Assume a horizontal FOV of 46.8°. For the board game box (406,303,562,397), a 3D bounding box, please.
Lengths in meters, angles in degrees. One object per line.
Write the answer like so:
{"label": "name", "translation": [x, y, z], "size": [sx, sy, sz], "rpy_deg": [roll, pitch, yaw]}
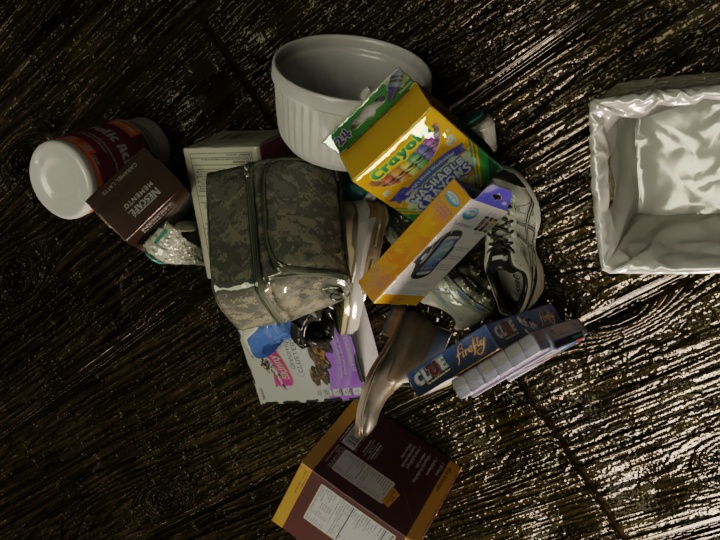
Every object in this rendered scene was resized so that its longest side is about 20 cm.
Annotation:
{"label": "board game box", "translation": [0.166, 0.101, 1.084], "size": [0.135, 0.199, 0.035], "rpy_deg": [-37, 74, 32]}

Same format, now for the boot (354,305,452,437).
{"label": "boot", "translation": [0.060, 0.154, 1.192], "size": [0.096, 0.075, 0.201], "rpy_deg": [18, 82, 8]}

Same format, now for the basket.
{"label": "basket", "translation": [0.368, -0.114, 0.917], "size": [0.198, 0.161, 0.200], "rpy_deg": [-1, 111, 27]}

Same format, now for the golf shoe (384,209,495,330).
{"label": "golf shoe", "translation": [0.093, 0.006, 1.155], "size": [0.200, 0.078, 0.097], "rpy_deg": [43, 129, 5]}

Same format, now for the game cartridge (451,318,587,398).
{"label": "game cartridge", "translation": [0.210, 0.110, 1.062], "size": [0.129, 0.199, 0.039], "rpy_deg": [-31, 77, 28]}

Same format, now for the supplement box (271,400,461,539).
{"label": "supplement box", "translation": [0.014, 0.336, 1.258], "size": [0.199, 0.197, 0.133], "rpy_deg": [33, 122, 10]}

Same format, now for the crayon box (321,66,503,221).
{"label": "crayon box", "translation": [0.066, -0.135, 0.983], "size": [0.126, 0.199, 0.052], "rpy_deg": [-41, 50, 19]}

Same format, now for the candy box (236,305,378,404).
{"label": "candy box", "translation": [-0.081, 0.114, 1.284], "size": [0.199, 0.072, 0.169], "rpy_deg": [-8, 108, 27]}

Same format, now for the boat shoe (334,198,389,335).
{"label": "boat shoe", "translation": [0.000, 0.000, 1.136], "size": [0.068, 0.075, 0.201], "rpy_deg": [-5, 122, -19]}

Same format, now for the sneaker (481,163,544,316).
{"label": "sneaker", "translation": [0.194, -0.036, 1.079], "size": [0.075, 0.088, 0.202], "rpy_deg": [-8, 106, 30]}

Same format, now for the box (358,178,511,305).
{"label": "box", "translation": [0.098, -0.038, 1.028], "size": [0.200, 0.119, 0.042], "rpy_deg": [-49, 65, 18]}

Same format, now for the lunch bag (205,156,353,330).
{"label": "lunch bag", "translation": [-0.097, -0.042, 1.046], "size": [0.166, 0.201, 0.140], "rpy_deg": [-10, 151, 4]}

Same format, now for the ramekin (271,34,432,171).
{"label": "ramekin", "translation": [-0.014, -0.209, 1.046], "size": [0.199, 0.200, 0.106], "rpy_deg": [21, 129, 16]}

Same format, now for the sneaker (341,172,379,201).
{"label": "sneaker", "translation": [-0.062, -0.078, 1.184], "size": [0.120, 0.084, 0.201], "rpy_deg": [37, 114, 1]}

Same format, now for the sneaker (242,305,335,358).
{"label": "sneaker", "translation": [-0.096, 0.084, 1.170], "size": [0.111, 0.077, 0.201], "rpy_deg": [41, 134, 17]}

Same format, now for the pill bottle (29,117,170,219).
{"label": "pill bottle", "translation": [-0.378, -0.159, 1.235], "size": [0.113, 0.200, 0.115], "rpy_deg": [10, 116, 21]}

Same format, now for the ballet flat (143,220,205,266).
{"label": "ballet flat", "translation": [-0.247, -0.040, 1.240], "size": [0.071, 0.200, 0.072], "rpy_deg": [0, 90, 15]}

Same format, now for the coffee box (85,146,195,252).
{"label": "coffee box", "translation": [-0.308, -0.093, 1.215], "size": [0.080, 0.200, 0.114], "rpy_deg": [45, 85, 2]}

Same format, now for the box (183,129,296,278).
{"label": "box", "translation": [-0.161, -0.096, 1.211], "size": [0.127, 0.109, 0.202], "rpy_deg": [3, 112, 24]}

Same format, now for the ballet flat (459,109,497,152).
{"label": "ballet flat", "translation": [0.088, -0.142, 1.090], "size": [0.199, 0.069, 0.070], "rpy_deg": [-22, 101, 20]}
